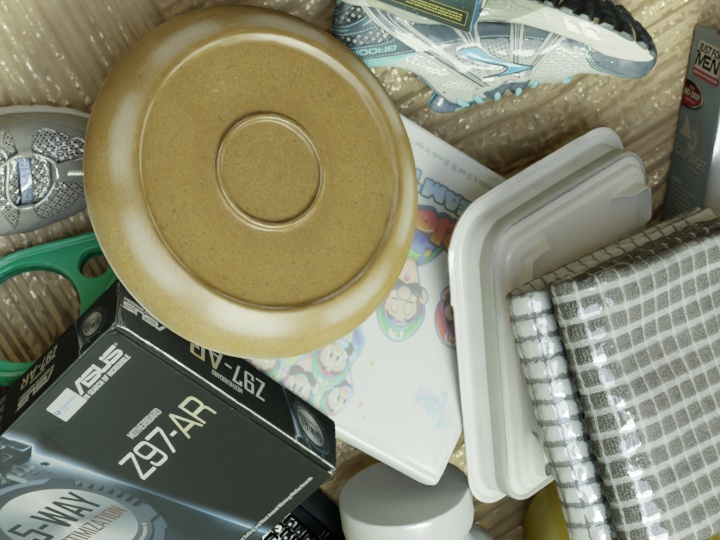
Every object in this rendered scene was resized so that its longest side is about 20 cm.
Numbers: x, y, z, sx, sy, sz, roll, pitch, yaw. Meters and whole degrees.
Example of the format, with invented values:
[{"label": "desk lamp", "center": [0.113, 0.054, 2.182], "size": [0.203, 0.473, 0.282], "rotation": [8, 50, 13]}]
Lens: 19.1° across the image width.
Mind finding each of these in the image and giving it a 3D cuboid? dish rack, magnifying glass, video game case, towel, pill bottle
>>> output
[{"label": "dish rack", "center": [0.126, 0.031, 1.283], "size": [0.171, 0.043, 0.201], "rotation": [-31, 126, -41]}, {"label": "magnifying glass", "center": [-0.147, -0.007, 1.245], "size": [0.200, 0.080, 0.022], "rotation": [-37, 153, -12]}, {"label": "video game case", "center": [0.000, 0.000, 1.242], "size": [0.199, 0.024, 0.183], "rotation": [30, 78, -22]}, {"label": "towel", "center": [0.185, 0.059, 1.213], "size": [0.199, 0.085, 0.167], "rotation": [-21, 94, -41]}, {"label": "pill bottle", "center": [0.039, 0.222, 1.328], "size": [0.111, 0.112, 0.201], "rotation": [-13, 115, -10]}]

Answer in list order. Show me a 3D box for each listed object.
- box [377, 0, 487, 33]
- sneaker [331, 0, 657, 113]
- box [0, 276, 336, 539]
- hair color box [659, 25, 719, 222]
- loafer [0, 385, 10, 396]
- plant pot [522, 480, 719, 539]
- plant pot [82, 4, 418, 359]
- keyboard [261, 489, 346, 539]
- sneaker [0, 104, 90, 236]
[{"label": "box", "center": [-0.016, -0.221, 1.143], "size": [0.199, 0.038, 0.137], "rotation": [21, 137, 8]}, {"label": "sneaker", "center": [0.075, -0.135, 1.263], "size": [0.199, 0.078, 0.087], "rotation": [12, 116, -11]}, {"label": "box", "center": [-0.136, 0.117, 1.213], "size": [0.160, 0.044, 0.200], "rotation": [36, 117, -24]}, {"label": "hair color box", "center": [0.246, -0.045, 1.333], "size": [0.098, 0.061, 0.201], "rotation": [4, 106, -15]}, {"label": "loafer", "center": [-0.128, 0.038, 1.257], "size": [0.200, 0.073, 0.072], "rotation": [-38, 92, -2]}, {"label": "plant pot", "center": [0.185, 0.209, 1.315], "size": [0.199, 0.189, 0.202], "rotation": [-8, 125, -12]}, {"label": "plant pot", "center": [-0.053, -0.053, 1.178], "size": [0.199, 0.027, 0.201], "rotation": [5, 77, -23]}, {"label": "keyboard", "center": [-0.080, 0.158, 1.325], "size": [0.200, 0.040, 0.104], "rotation": [42, 93, -21]}, {"label": "sneaker", "center": [-0.229, -0.040, 1.198], "size": [0.199, 0.082, 0.075], "rotation": [-12, 110, -10]}]
